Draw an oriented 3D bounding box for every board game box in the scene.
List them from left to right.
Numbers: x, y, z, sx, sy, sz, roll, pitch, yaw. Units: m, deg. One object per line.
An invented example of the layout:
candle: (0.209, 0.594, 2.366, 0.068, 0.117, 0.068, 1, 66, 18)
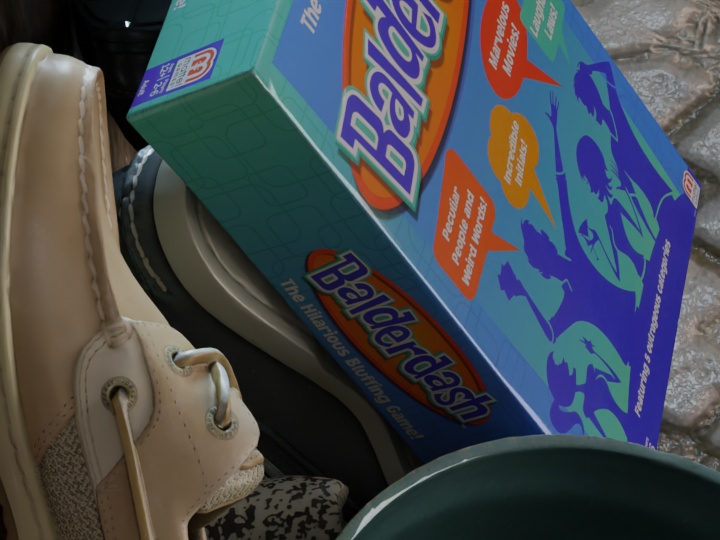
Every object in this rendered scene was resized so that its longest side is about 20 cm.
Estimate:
board game box: (0.025, -0.033, 0.782, 0.200, 0.045, 0.153, 49, 38, -33)

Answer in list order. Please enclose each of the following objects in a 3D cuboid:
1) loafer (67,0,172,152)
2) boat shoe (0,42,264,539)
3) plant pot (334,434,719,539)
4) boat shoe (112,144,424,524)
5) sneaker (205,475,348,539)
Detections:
loafer: (-0.051, -0.065, 0.871, 0.200, 0.072, 0.073, -71, 159, -79)
boat shoe: (-0.054, 0.044, 0.646, 0.072, 0.065, 0.201, 58, 26, -82)
plant pot: (0.051, 0.165, 0.729, 0.134, 0.199, 0.201, 121, -27, -47)
boat shoe: (-0.015, 0.032, 0.795, 0.200, 0.062, 0.073, 47, 41, -40)
sneaker: (-0.026, 0.106, 0.797, 0.200, 0.088, 0.077, 75, 10, -68)
